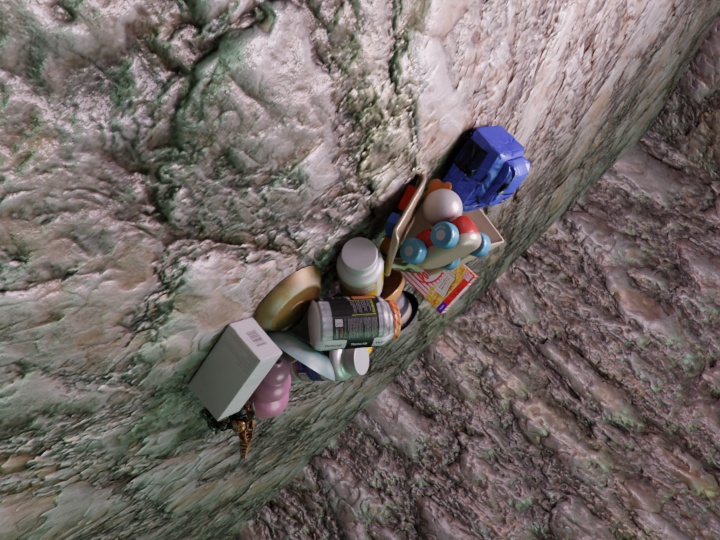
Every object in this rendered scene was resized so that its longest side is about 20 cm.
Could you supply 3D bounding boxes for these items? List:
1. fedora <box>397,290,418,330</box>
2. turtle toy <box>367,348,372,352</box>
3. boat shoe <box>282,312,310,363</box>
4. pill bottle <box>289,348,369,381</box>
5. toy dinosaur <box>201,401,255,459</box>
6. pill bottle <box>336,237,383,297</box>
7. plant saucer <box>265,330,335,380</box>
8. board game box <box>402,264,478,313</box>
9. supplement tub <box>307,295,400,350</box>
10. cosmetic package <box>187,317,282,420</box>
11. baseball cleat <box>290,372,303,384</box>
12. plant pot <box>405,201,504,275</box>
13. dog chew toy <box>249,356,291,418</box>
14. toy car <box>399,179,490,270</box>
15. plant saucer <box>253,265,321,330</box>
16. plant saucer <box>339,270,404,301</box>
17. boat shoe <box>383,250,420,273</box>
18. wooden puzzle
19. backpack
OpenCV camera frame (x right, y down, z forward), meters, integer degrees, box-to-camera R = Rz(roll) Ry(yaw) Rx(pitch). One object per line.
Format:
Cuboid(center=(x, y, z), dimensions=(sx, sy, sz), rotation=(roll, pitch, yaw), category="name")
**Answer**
Cuboid(center=(0.070, 0.107, 1.869), dimensions=(0.200, 0.200, 0.092), rotation=(-39, 132, -17), category="fedora")
Cuboid(center=(-0.013, 0.195, 1.786), dimensions=(0.200, 0.146, 0.101), rotation=(-38, 153, 14), category="turtle toy")
Cuboid(center=(-0.136, 0.163, 1.611), dimensions=(0.200, 0.076, 0.072), rotation=(-47, 166, 14), category="boat shoe")
Cuboid(center=(-0.083, 0.240, 1.679), dimensions=(0.200, 0.111, 0.111), rotation=(-6, -178, 29), category="pill bottle")
Cuboid(center=(-0.312, 0.372, 1.564), dimensions=(0.102, 0.135, 0.201), rotation=(17, 76, -54), category="toy dinosaur")
Cuboid(center=(0.000, 0.000, 1.481), dimensions=(0.111, 0.111, 0.200), rotation=(-40, 163, -14), category="pill bottle")
Cuboid(center=(-0.134, 0.190, 1.479), dimensions=(0.039, 0.201, 0.201), rotation=(-56, 163, -4), category="plant saucer")
Cuboid(center=(0.223, 0.006, 1.856), dimensions=(0.152, 0.200, 0.046), rotation=(-50, 162, 13), category="board game box")
Cuboid(center=(-0.015, 0.121, 1.458), dimensions=(0.199, 0.123, 0.123), rotation=(-2, 146, -17), category="supplement tub")
Cuboid(center=(-0.273, 0.214, 1.352), dimensions=(0.200, 0.113, 0.081), rotation=(-51, 162, 25), category="cosmetic package")
Cuboid(center=(-0.157, 0.295, 1.871), dimensions=(0.200, 0.070, 0.107), rotation=(-30, 157, -38), category="baseball cleat")
Cuboid(center=(0.235, -0.097, 1.693), dimensions=(0.177, 0.200, 0.200), rotation=(-41, 166, 29), category="plant pot")
Cuboid(center=(-0.234, 0.290, 1.606), dimensions=(0.124, 0.124, 0.200), rotation=(-28, 151, -42), category="dog chew toy")
Cuboid(center=(0.189, -0.119, 1.512), dimensions=(0.177, 0.201, 0.184), rotation=(-27, 158, 35), category="toy car")
Cuboid(center=(-0.155, 0.074, 1.424), dimensions=(0.200, 0.035, 0.200), rotation=(-40, 162, -16), category="plant saucer")
Cuboid(center=(0.028, 0.069, 1.628), dimensions=(0.200, 0.038, 0.200), rotation=(-25, -159, 10), category="plant saucer")
Cuboid(center=(0.106, -0.036, 1.745), dimensions=(0.202, 0.075, 0.075), rotation=(6, 92, -60), category="boat shoe")
Cuboid(center=(0.093, -0.111, 1.490), dimensions=(0.185, 0.046, 0.200), rotation=(102, 12, -61), category="wooden puzzle")
Cuboid(center=(0.300, -0.234, 1.547), dimensions=(0.162, 0.168, 0.200), rotation=(-14, 149, -47), category="backpack")
